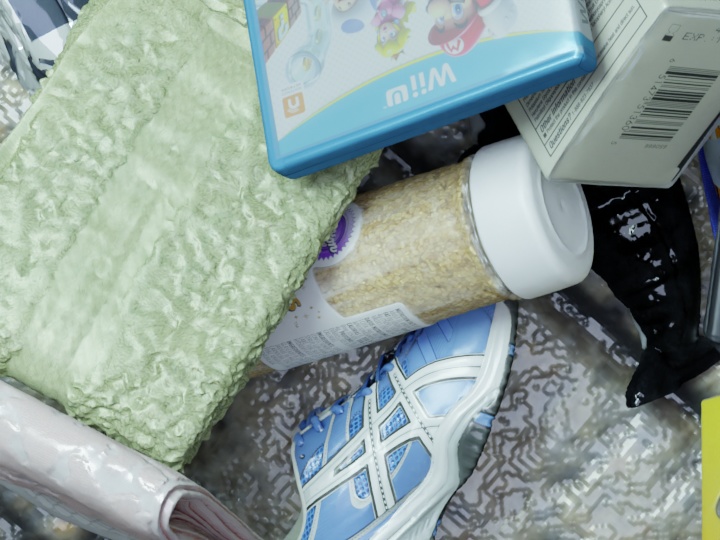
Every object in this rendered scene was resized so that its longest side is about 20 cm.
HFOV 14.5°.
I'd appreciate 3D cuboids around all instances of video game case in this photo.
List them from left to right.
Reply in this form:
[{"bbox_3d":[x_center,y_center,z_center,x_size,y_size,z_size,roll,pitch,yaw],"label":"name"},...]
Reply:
[{"bbox_3d":[0.012,-0.152,1.162,0.143,0.018,0.200,-19,69,23],"label":"video game case"}]

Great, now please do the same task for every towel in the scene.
[{"bbox_3d":[-0.135,0.079,1.187,0.200,0.191,0.032,24,79,21],"label":"towel"},{"bbox_3d":[-0.085,-0.027,1.191,0.148,0.036,0.200,27,75,5],"label":"towel"}]

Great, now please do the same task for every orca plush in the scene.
[{"bbox_3d":[0.099,-0.036,1.261,0.105,0.071,0.200,-15,90,2],"label":"orca plush"}]

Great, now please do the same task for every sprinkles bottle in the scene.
[{"bbox_3d":[0.000,0.000,1.231,0.200,0.068,0.068,-18,89,25],"label":"sprinkles bottle"}]

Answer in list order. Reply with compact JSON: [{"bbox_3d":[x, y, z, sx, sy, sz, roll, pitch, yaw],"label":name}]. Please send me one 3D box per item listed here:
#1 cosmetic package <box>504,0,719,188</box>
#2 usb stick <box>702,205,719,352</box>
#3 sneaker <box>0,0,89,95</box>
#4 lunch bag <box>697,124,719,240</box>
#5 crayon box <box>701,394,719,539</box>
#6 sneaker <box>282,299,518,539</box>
[{"bbox_3d":[0.089,-0.141,1.195,0.071,0.105,0.200,3,48,-35],"label":"cosmetic package"},{"bbox_3d":[0.180,-0.059,1.164,0.055,0.033,0.200,8,97,9],"label":"usb stick"},{"bbox_3d":[-0.091,-0.116,1.269,0.129,0.080,0.199,-30,72,-14],"label":"sneaker"},{"bbox_3d":[0.229,-0.081,1.233,0.170,0.124,0.200,-10,82,1],"label":"lunch bag"},{"bbox_3d":[0.245,0.091,1.211,0.200,0.051,0.127,-17,47,27],"label":"crayon box"},{"bbox_3d":[0.012,0.075,1.261,0.077,0.076,0.200,24,89,-3],"label":"sneaker"}]
